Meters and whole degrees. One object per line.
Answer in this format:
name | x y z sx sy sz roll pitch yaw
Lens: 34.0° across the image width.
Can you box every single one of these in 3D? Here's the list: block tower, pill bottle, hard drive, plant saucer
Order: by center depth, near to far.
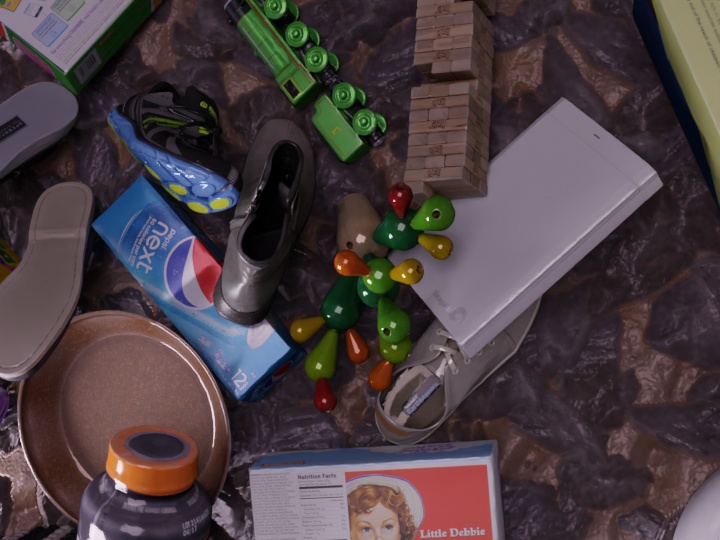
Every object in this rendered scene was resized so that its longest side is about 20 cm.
pill bottle | -0.174 0.228 0.937 0.104 0.106 0.203 14 107 12
hard drive | 0.127 -0.039 0.949 0.199 0.026 0.132 -41 43 2
block tower | 0.076 -0.154 0.976 0.057 0.054 0.204 -1 76 27
plant saucer | -0.195 0.129 0.997 0.197 0.037 0.204 4 102 16

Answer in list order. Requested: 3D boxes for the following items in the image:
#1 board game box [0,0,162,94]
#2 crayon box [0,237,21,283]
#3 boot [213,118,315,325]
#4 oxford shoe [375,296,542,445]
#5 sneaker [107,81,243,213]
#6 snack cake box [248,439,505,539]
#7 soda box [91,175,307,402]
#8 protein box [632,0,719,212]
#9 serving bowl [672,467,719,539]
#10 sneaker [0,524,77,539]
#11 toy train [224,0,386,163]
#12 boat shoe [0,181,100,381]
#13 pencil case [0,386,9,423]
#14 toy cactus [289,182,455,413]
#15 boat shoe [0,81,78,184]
board game box | -0.282 -0.278 1.064 0.199 0.040 0.154 38 77 12
crayon box | -0.380 -0.026 1.001 0.200 0.172 0.058 46 102 12
boot | -0.064 -0.064 0.942 0.067 0.131 0.203 16 58 -8
oxford shoe | 0.082 0.060 0.966 0.075 0.058 0.201 39 90 14
sneaker | -0.150 -0.113 0.985 0.083 0.071 0.199 -43 39 -5
snack cake box | 0.016 0.203 0.946 0.196 0.067 0.117 -4 92 10
soda box | -0.136 0.017 1.005 0.064 0.068 0.200 -43 78 2
protein box | 0.341 -0.175 0.905 0.197 0.135 0.201 -23 79 7
serving bowl | 0.337 0.236 0.893 0.196 0.066 0.204 -1 84 11
sneaker | -0.306 0.270 1.009 0.197 0.075 0.082 -15 89 18
toy train | -0.051 -0.178 1.029 0.056 0.042 0.201 -40 78 14
boat shoe | -0.257 0.017 0.986 0.071 0.063 0.202 2 49 6
pencil case | -0.402 0.086 1.042 0.199 0.084 0.086 37 126 14
toy cactus | 0.000 0.000 0.949 0.101 0.166 0.202 11 126 -22
boat shoe | -0.322 -0.095 1.003 0.069 0.057 0.199 47 49 7
